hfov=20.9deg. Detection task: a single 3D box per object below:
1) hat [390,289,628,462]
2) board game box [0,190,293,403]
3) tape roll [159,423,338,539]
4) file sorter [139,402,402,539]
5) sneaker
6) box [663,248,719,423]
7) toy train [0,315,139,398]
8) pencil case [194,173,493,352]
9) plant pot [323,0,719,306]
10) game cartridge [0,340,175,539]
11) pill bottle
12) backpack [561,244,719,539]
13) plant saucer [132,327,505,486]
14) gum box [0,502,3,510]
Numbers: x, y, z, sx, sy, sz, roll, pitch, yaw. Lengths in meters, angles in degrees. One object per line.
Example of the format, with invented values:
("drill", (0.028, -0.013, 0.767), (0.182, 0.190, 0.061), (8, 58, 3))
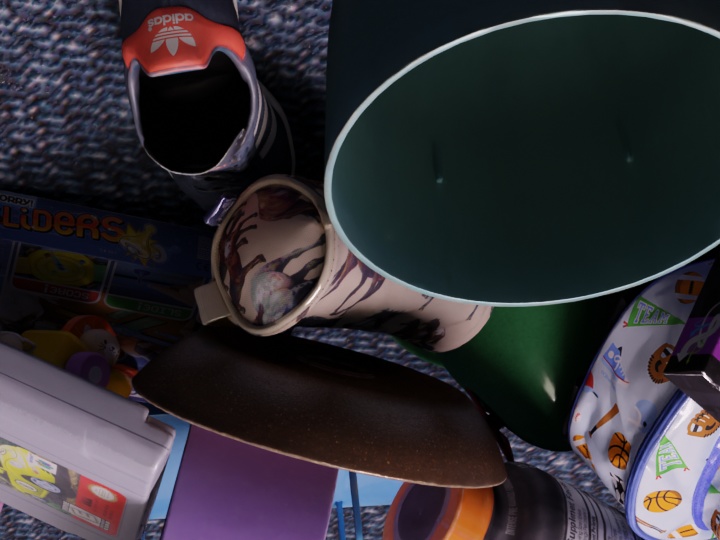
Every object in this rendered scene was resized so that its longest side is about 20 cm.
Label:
("hat", (0.109, 0.092, 1.138), (0.165, 0.177, 0.200), (-26, 141, 29))
("board game box", (-0.141, 0.022, 1.105), (0.199, 0.035, 0.136), (11, 142, -12))
("tape roll", (-0.075, 0.171, 1.087), (0.085, 0.201, 0.200), (14, 143, -3))
("file sorter", (-0.053, 0.166, 1.269), (0.199, 0.123, 0.139), (-3, 146, -5))
("sneaker", (-0.077, -0.067, 0.966), (0.075, 0.085, 0.200), (-11, 145, 7))
("box", (0.245, 0.006, 0.988), (0.143, 0.201, 0.036), (39, 159, -26))
("toy train", (-0.185, 0.046, 1.072), (0.150, 0.056, 0.200), (15, 156, 20))
("pencil case", (0.000, 0.000, 1.026), (0.089, 0.078, 0.200), (-21, 165, 28))
("plant pot", (0.076, -0.106, 0.868), (0.199, 0.162, 0.201), (-4, 145, -3))
("game cartridge", (-0.171, 0.096, 1.053), (0.133, 0.041, 0.200), (28, 157, 1))
("pill bottle", (0.109, 0.176, 1.105), (0.199, 0.107, 0.106), (29, 133, -25))
("backpack", (0.218, 0.077, 1.097), (0.190, 0.154, 0.201), (-2, 124, -24))
("plant saucer", (-0.017, 0.065, 1.013), (0.199, 0.037, 0.200), (15, -175, -1))
("gum box", (-0.322, 0.121, 1.209), (0.199, 0.066, 0.114), (1, 144, -11))
